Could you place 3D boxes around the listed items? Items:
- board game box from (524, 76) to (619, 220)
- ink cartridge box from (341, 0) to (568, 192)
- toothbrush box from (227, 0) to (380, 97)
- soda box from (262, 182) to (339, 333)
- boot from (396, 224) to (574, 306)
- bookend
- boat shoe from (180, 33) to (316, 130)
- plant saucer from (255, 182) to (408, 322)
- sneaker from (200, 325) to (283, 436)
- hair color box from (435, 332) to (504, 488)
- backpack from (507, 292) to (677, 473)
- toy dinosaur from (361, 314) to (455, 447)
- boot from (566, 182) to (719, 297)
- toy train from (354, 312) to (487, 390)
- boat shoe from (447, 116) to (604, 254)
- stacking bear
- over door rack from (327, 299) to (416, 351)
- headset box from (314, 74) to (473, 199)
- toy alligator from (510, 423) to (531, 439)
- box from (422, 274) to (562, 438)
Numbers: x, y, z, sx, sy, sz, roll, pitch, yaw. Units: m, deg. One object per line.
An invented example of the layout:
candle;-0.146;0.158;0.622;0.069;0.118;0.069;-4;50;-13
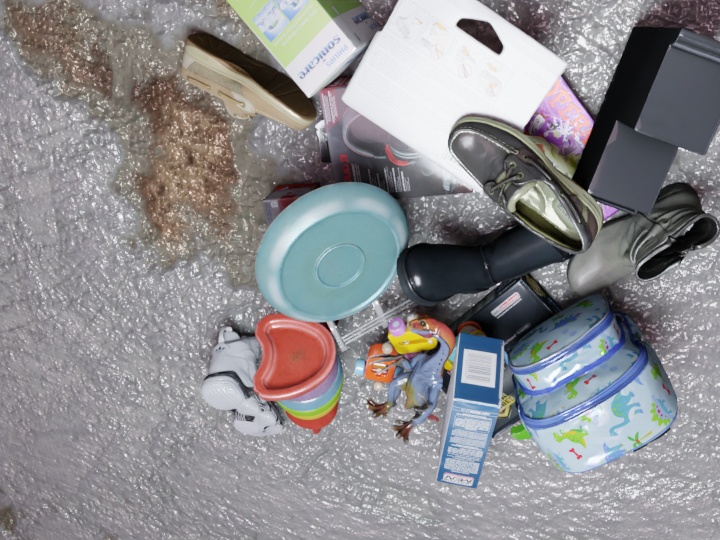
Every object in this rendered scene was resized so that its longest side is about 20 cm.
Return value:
board game box;0.244;-0.142;0.971;0.119;0.032;0.201;-37;100;21
ink cartridge box;0.103;-0.214;0.883;0.198;0.044;0.175;33;116;-3
toothbrush box;-0.078;-0.318;0.914;0.086;0.146;0.200;-39;100;26
soda box;-0.077;-0.015;1.092;0.069;0.064;0.204;-3;113;16
boot;0.158;-0.023;0.946;0.167;0.198;0.078;-28;73;39
bookend;0.313;-0.145;0.834;0.090;0.200;0.202;19;107;0
boat shoe;-0.145;-0.231;1.018;0.198;0.071;0.065;34;123;10
plant saucer;-0.028;-0.011;0.939;0.196;0.028;0.203;-14;131;-16
sneaker;-0.169;0.171;1.196;0.074;0.117;0.201;-10;144;19
hair color box;0.139;0.184;1.010;0.059;0.101;0.202;9;138;5
backpack;0.264;0.133;0.934;0.181;0.200;0.148;-33;100;13
toy dinosaur;0.075;0.130;1.015;0.105;0.199;0.183;44;116;18
boot;0.327;-0.021;0.941;0.068;0.131;0.200;44;117;-7
toy train;0.092;0.111;1.062;0.196;0.056;0.152;8;139;5
boat shoe;0.176;-0.092;0.854;0.200;0.066;0.072;37;125;1
stacking bear;-0.077;0.162;1.113;0.111;0.124;0.201;-4;147;3
over door rack;0.000;0.000;1.027;0.146;0.067;0.202;-29;134;-4
headset box;0.041;-0.170;0.985;0.196;0.075;0.152;-3;113;16
toy alligator;0.307;0.211;1.084;0.195;0.060;0.055;0;129;4
box;0.202;0.117;1.084;0.159;0.046;0.200;45;117;-7
